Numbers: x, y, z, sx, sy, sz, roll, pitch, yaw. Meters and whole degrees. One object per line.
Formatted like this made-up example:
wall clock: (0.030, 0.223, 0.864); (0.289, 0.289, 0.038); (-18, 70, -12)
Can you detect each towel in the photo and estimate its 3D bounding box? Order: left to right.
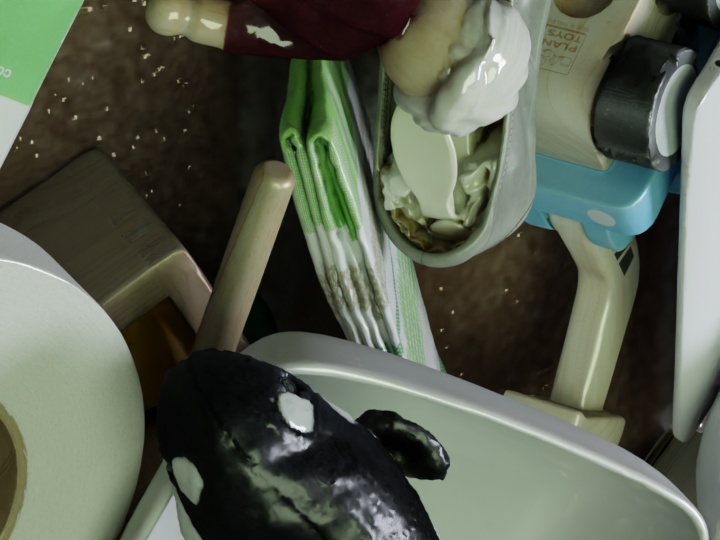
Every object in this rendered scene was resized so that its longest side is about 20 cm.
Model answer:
towel: (0.000, 0.000, 1.135); (0.031, 0.149, 0.201); (-15, 119, 5)

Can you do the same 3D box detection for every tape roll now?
tape roll: (-0.166, 0.074, 0.978); (0.202, 0.037, 0.203); (-22, 132, -26)

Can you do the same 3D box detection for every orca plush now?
orca plush: (-0.009, 0.120, 0.986); (0.105, 0.071, 0.201); (-15, 119, -2)

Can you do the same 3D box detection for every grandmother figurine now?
grandmother figurine: (-0.021, -0.111, 0.986); (0.200, 0.121, 0.061); (34, 55, -25)

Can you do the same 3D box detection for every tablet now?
tablet: (0.156, -0.036, 1.189); (0.130, 0.014, 0.200); (-56, 154, -36)

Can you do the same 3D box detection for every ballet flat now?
ballet flat: (0.034, -0.095, 1.064); (0.064, 0.067, 0.201); (-38, 132, -54)

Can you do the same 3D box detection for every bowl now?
bowl: (0.000, 0.118, 1.068); (0.199, 0.075, 0.200); (21, 111, -21)

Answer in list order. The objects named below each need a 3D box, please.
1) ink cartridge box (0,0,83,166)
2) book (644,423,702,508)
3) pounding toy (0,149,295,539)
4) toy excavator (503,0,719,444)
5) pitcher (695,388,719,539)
ink cartridge box: (-0.189, -0.048, 1.016); (0.084, 0.146, 0.200); (21, 104, -31)
book: (0.124, 0.188, 1.302); (0.200, 0.048, 0.134); (-51, 130, -18)
pounding toy: (-0.092, 0.057, 1.114); (0.200, 0.142, 0.184); (-36, 124, -5)
toy excavator: (0.097, -0.035, 1.182); (0.195, 0.100, 0.200); (-64, 152, -19)
pitcher: (0.215, 0.079, 1.254); (0.200, 0.121, 0.172); (-57, 149, -47)
